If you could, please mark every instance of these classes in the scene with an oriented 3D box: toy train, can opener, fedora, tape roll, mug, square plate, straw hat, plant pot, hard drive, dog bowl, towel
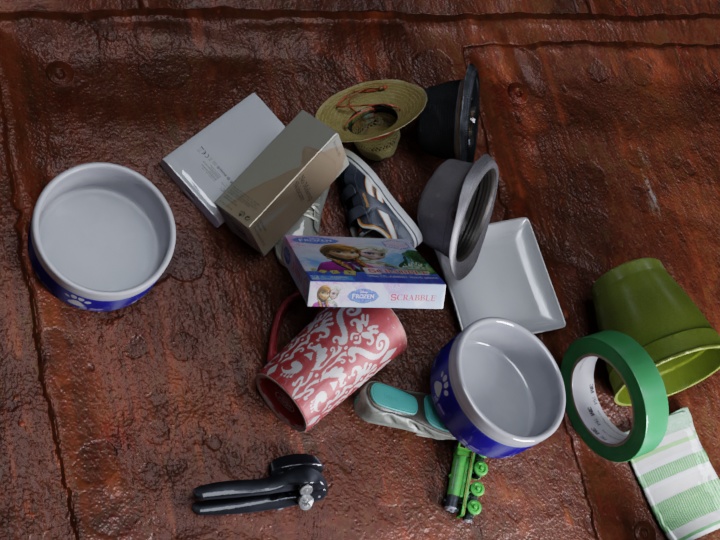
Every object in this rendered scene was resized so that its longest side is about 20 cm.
[{"bbox_3d":[0.167,0.283,1.704,0.056,0.042,0.201,17,64,-6],"label":"toy train"},{"bbox_3d":[-0.139,0.311,1.559,0.199,0.079,0.064,-10,113,-23],"label":"can opener"},{"bbox_3d":[0.146,-0.094,1.757,0.090,0.201,0.177,20,27,20],"label":"fedora"},{"bbox_3d":[0.393,0.196,1.741,0.048,0.200,0.202,-14,76,-27],"label":"tape roll"},{"bbox_3d":[-0.059,0.127,1.641,0.200,0.177,0.134,-41,125,-26],"label":"mug"},{"bbox_3d":[0.224,0.020,1.837,0.197,0.028,0.201,-10,74,-27],"label":"square plate"},{"bbox_3d":[0.143,-0.245,1.837,0.091,0.201,0.202,5,64,11],"label":"fedora"},{"bbox_3d":[0.025,-0.227,1.808,0.201,0.200,0.085,-40,130,-30],"label":"straw hat"},{"bbox_3d":[0.474,0.091,1.839,0.199,0.201,0.194,-6,60,-25],"label":"plant pot"},{"bbox_3d":[-0.194,-0.174,1.736,0.132,0.026,0.200,48,60,0],"label":"hard drive"},{"bbox_3d":[0.207,0.176,1.681,0.199,0.079,0.201,17,54,-25],"label":"dog bowl"},{"bbox_3d":[0.527,0.341,1.844,0.152,0.023,0.201,-16,77,-27],"label":"towel"},{"bbox_3d":[-0.368,-0.047,1.581,0.199,0.079,0.202,9,67,-21],"label":"dog bowl"}]

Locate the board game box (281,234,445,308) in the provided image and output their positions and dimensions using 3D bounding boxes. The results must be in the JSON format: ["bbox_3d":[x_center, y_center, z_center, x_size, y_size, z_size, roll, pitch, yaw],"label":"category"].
[{"bbox_3d":[0.000,0.000,1.622,0.198,0.200,0.041,2,110,-16],"label":"board game box"}]

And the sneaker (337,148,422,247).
[{"bbox_3d":[0.007,-0.101,1.764,0.079,0.078,0.200,-37,79,-17],"label":"sneaker"}]

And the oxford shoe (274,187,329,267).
[{"bbox_3d":[-0.088,-0.097,1.734,0.075,0.058,0.201,22,64,-16],"label":"oxford shoe"}]

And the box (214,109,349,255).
[{"bbox_3d":[-0.116,-0.132,1.673,0.078,0.095,0.200,36,77,26],"label":"box"}]

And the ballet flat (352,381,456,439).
[{"bbox_3d":[0.080,0.217,1.680,0.199,0.064,0.068,20,48,-21],"label":"ballet flat"}]
